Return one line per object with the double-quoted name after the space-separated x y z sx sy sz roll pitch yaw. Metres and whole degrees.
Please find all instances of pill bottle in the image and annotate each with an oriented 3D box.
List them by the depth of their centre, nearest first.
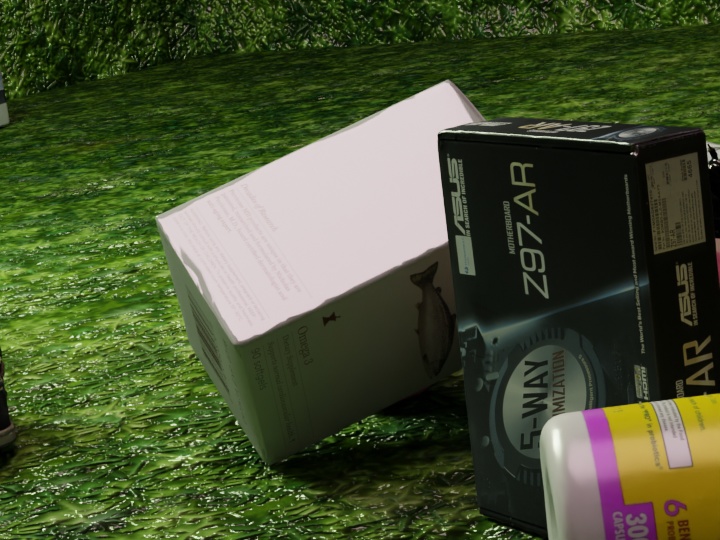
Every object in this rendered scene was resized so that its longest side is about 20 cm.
0.177 0.099 0.874 0.198 0.105 0.104 -8 11 1 "pill bottle"

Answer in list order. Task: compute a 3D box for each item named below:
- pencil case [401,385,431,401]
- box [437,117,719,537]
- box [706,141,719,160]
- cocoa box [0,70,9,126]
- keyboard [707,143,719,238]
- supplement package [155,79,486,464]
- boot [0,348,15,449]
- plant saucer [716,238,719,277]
0.007 0.027 1.416 0.088 0.089 0.200 -8 13 -5 "pencil case"
0.107 0.030 1.019 0.043 0.202 0.160 -13 13 -30 "box"
0.235 -0.020 1.416 0.060 0.118 0.200 -10 12 -13 "box"
-0.636 -0.263 3.206 0.132 0.132 0.200 -3 11 20 "cocoa box"
0.187 -0.021 1.230 0.104 0.040 0.199 -44 -39 22 "keyboard"
0.000 0.000 1.248 0.199 0.117 0.118 -26 50 -13 "supplement package"
-0.270 0.034 1.372 0.073 0.155 0.204 -9 11 -10 "boot"
0.160 0.042 1.157 0.199 0.051 0.201 -15 29 8 "plant saucer"
